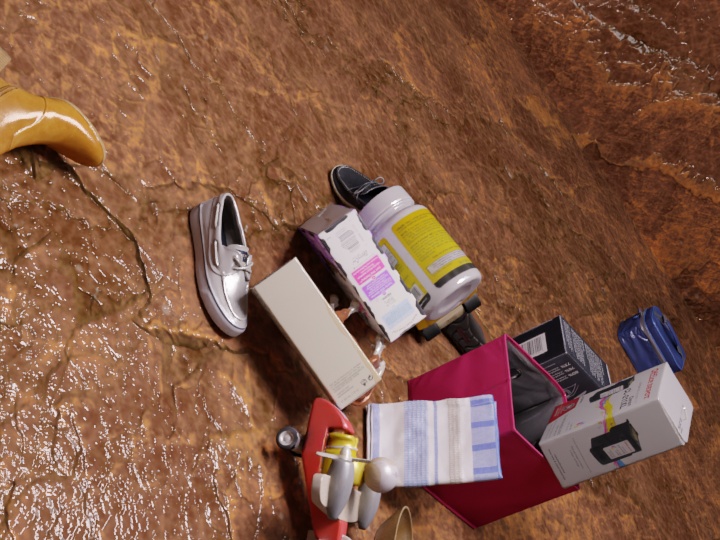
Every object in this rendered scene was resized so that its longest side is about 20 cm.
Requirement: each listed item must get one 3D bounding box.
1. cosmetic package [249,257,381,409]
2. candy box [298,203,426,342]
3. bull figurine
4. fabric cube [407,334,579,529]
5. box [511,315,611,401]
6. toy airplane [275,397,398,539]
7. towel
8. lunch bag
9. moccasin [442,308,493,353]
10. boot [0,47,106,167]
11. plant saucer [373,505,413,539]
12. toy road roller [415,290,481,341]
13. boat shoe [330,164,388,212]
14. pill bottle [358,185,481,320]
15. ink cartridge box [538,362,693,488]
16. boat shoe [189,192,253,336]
[{"bbox_3d":[-0.063,0.085,1.372,0.200,0.073,0.104,56,-8,-5],"label":"cosmetic package"},{"bbox_3d":[0.000,0.000,1.565,0.200,0.071,0.168,55,-7,-13],"label":"candy box"},{"bbox_3d":[-0.036,0.101,1.489,0.121,0.065,0.201,-42,107,-43],"label":"bull figurine"},{"bbox_3d":[0.210,0.261,1.632,0.196,0.199,0.201,42,33,-32],"label":"fabric cube"},{"bbox_3d":[0.404,0.209,2.074,0.200,0.148,0.105,43,31,-34],"label":"box"},{"bbox_3d":[-0.018,0.282,1.277,0.200,0.140,0.200,-89,162,-66],"label":"toy airplane"},{"bbox_3d":[0.104,0.249,1.483,0.024,0.199,0.147,77,11,-46],"label":"towel"},{"bbox_3d":[0.814,0.196,2.813,0.201,0.132,0.136,58,27,-7],"label":"lunch bag"},{"bbox_3d":[0.198,0.095,1.905,0.202,0.074,0.078,49,20,-18],"label":"moccasin"},{"bbox_3d":[-0.390,-0.153,1.134,0.201,0.071,0.144,45,37,-24],"label":"boot"},{"bbox_3d":[0.036,0.404,1.299,0.200,0.035,0.201,2,90,-78],"label":"plant saucer"},{"bbox_3d":[0.115,0.019,1.751,0.146,0.123,0.200,55,-2,23],"label":"toy road roller"},{"bbox_3d":[0.019,-0.127,1.740,0.074,0.062,0.200,-20,51,-28],"label":"boat shoe"},{"bbox_3d":[0.089,-0.030,1.600,0.200,0.114,0.114,52,24,17],"label":"pill bottle"},{"bbox_3d":[0.387,0.232,1.529,0.083,0.199,0.146,60,27,-4],"label":"ink cartridge box"},{"bbox_3d":[-0.179,-0.013,1.357,0.073,0.065,0.201,14,53,-56],"label":"boat shoe"}]
